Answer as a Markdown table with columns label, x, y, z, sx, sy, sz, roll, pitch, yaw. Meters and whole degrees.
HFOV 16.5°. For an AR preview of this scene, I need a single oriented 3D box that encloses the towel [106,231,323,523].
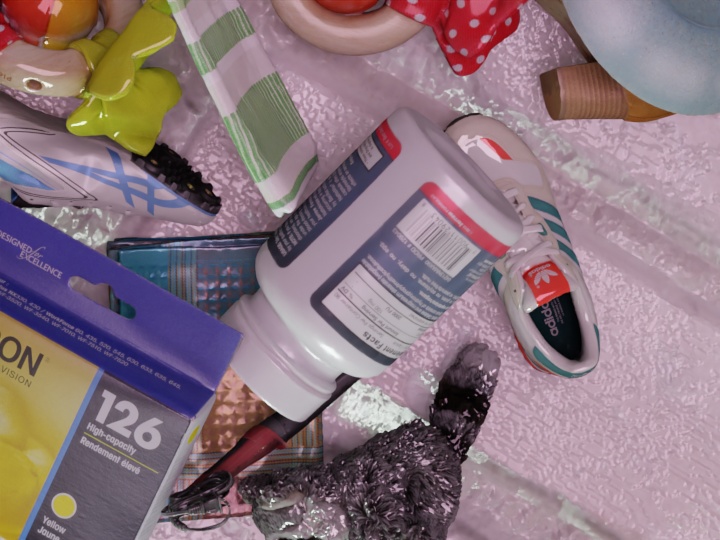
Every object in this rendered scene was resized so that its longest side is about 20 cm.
| label | x | y | z | sx | sy | sz | roll | pitch | yaw |
| --- | --- | --- | --- | --- | --- | --- | --- | --- | --- |
| towel | -0.098 | 0.074 | 1.723 | 0.146 | 0.022 | 0.201 | -4 | 98 | -9 |

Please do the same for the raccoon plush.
| label | x | y | z | sx | sy | sz | roll | pitch | yaw |
| --- | --- | --- | --- | --- | --- | --- | --- | --- | --- |
| raccoon plush | 0.000 | 0.123 | 1.720 | 0.134 | 0.097 | 0.201 | 27 | 63 | -14 |

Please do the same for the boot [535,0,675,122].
| label | x | y | z | sx | sy | sz | roll | pitch | yaw |
| --- | --- | --- | --- | --- | --- | --- | --- | --- | --- |
| boot | 0.187 | -0.204 | 1.721 | 0.143 | 0.071 | 0.202 | -10 | 96 | -18 |

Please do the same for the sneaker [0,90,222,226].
| label | x | y | z | sx | sy | sz | roll | pitch | yaw |
| --- | --- | --- | --- | --- | --- | --- | --- | --- | --- |
| sneaker | -0.191 | -0.066 | 1.669 | 0.199 | 0.072 | 0.073 | 19 | 110 | -11 |

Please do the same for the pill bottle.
| label | x | y | z | sx | sy | sz | roll | pitch | yaw |
| --- | --- | --- | --- | --- | --- | --- | --- | --- | --- |
| pill bottle | 0.000 | 0.000 | 1.654 | 0.120 | 0.120 | 0.200 | 44 | 101 | -12 |

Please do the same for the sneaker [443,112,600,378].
| label | x | y | z | sx | sy | sz | roll | pitch | yaw |
| --- | --- | --- | --- | --- | --- | --- | --- | --- | --- |
| sneaker | 0.118 | -0.015 | 1.711 | 0.070 | 0.093 | 0.201 | -24 | 100 | -6 |

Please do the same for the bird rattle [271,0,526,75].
| label | x | y | z | sx | sy | sz | roll | pitch | yaw |
| --- | --- | --- | --- | --- | --- | --- | --- | --- | --- |
| bird rattle | 0.015 | -0.215 | 1.679 | 0.162 | 0.113 | 0.201 | -26 | 111 | 9 |

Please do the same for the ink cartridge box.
| label | x | y | z | sx | sy | sz | roll | pitch | yaw |
| --- | --- | --- | --- | --- | --- | --- | --- | --- | --- |
| ink cartridge box | -0.206 | 0.086 | 1.646 | 0.197 | 0.047 | 0.201 | 28 | 108 | 8 |

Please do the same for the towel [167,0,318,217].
| label | x | y | z | sx | sy | sz | roll | pitch | yaw |
| --- | --- | --- | --- | --- | --- | --- | --- | --- | --- |
| towel | -0.083 | -0.140 | 1.635 | 0.023 | 0.153 | 0.201 | -22 | 102 | 12 |

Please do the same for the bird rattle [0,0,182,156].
| label | x | y | z | sx | sy | sz | roll | pitch | yaw |
| --- | --- | --- | --- | --- | --- | --- | --- | --- | --- |
| bird rattle | -0.214 | -0.152 | 1.624 | 0.199 | 0.164 | 0.113 | 5 | 138 | -3 |

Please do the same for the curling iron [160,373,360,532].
| label | x | y | z | sx | sy | sz | roll | pitch | yaw |
| --- | --- | --- | --- | --- | --- | --- | --- | --- | --- |
| curling iron | -0.058 | 0.118 | 1.689 | 0.200 | 0.049 | 0.026 | -38 | 122 | -36 |

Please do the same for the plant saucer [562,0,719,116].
| label | x | y | z | sx | sy | sz | roll | pitch | yaw |
| --- | --- | --- | --- | --- | --- | --- | --- | --- | --- |
| plant saucer | 0.219 | -0.206 | 1.680 | 0.200 | 0.039 | 0.202 | 12 | 67 | -30 |
